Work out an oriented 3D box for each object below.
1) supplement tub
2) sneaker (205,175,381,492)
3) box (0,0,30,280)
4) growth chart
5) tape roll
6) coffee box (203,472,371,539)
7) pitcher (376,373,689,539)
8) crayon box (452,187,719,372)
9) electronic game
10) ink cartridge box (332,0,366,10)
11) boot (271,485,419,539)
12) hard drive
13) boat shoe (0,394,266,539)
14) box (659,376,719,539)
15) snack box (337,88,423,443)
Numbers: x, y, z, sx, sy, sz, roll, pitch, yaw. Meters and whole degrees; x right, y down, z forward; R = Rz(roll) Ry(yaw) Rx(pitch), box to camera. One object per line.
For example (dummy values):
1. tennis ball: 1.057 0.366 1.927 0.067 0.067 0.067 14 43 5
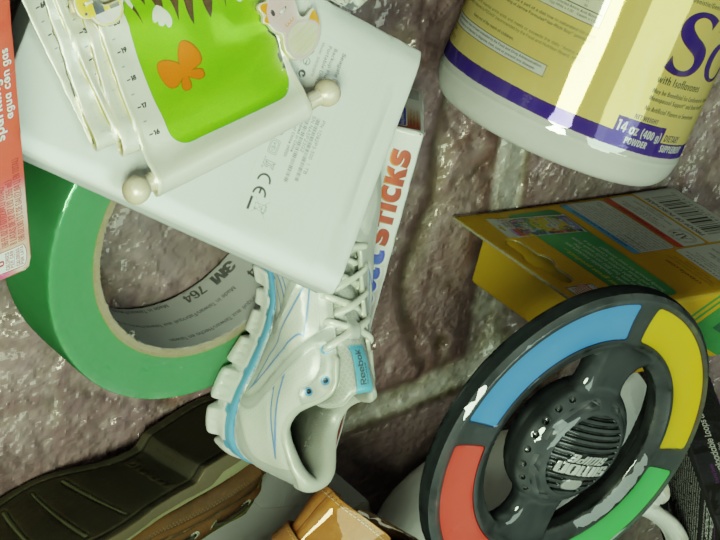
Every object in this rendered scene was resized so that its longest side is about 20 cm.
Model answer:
1. supplement tub: 0.141 -0.162 1.231 0.145 0.145 0.201 6 113 -46
2. sneaker: -0.016 0.025 1.183 0.075 0.087 0.201 -7 120 -39
3. box: -0.212 -0.088 0.975 0.095 0.100 0.201 -24 132 -31
4. growth chart: -0.097 -0.134 1.049 0.145 0.018 0.200 -38 112 -24
5. tape roll: -0.089 -0.031 1.175 0.200 0.048 0.201 -25 133 -30
6. coffee box: -0.038 0.215 1.373 0.113 0.080 0.200 -35 136 -19
7. pitcher: 0.113 0.174 1.438 0.200 0.121 0.172 -33 106 -21
8. crayon box: 0.161 0.006 1.385 0.200 0.126 0.052 -8 123 -41
9. electronic game: 0.117 0.096 1.284 0.200 0.042 0.201 -22 132 -26
10. ink cartridge box: 0.019 -0.248 1.100 0.200 0.085 0.146 -44 139 -14
11. boot: -0.014 0.214 1.290 0.155 0.077 0.200 -54 131 -4
12. hard drive: -0.074 -0.086 1.089 0.200 0.026 0.132 25 81 -29
13. boat shoe: -0.129 0.141 1.239 0.200 0.072 0.068 -24 131 -31
14. box: 0.230 0.160 1.515 0.036 0.200 0.143 -6 129 -3
15. snack box: 0.000 0.000 1.268 0.024 0.072 0.201 13 113 -6
